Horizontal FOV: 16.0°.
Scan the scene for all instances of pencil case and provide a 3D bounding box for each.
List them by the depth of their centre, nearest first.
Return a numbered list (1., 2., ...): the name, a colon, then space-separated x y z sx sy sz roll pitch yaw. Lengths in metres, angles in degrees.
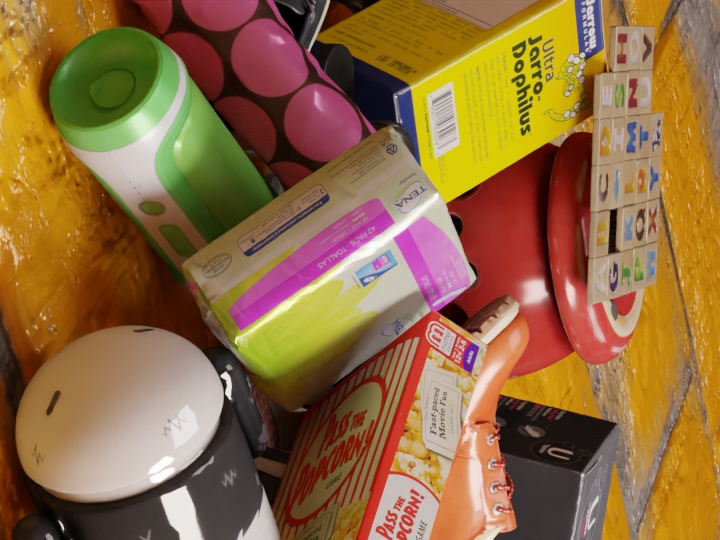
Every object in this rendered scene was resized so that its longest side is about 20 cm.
1. pencil case: -0.056 -0.122 1.593 0.200 0.091 0.094 53 33 -8

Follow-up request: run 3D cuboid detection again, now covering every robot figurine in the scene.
1. robot figurine: -0.118 0.126 1.428 0.150 0.124 0.200 -91 165 -57

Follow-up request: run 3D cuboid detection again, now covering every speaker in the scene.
1. speaker: -0.110 -0.060 1.532 0.200 0.088 0.089 55 37 -52

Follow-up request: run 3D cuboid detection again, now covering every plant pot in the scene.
1. plant pot: 0.112 -0.013 1.960 0.200 0.182 0.201 -5 90 -66

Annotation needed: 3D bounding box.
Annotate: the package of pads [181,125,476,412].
1. package of pads: -0.017 0.006 1.531 0.068 0.154 0.200 55 -1 18

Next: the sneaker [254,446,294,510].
1. sneaker: -0.055 0.187 1.644 0.200 0.070 0.109 58 36 -44

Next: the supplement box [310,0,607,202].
1. supplement box: 0.069 -0.138 1.828 0.200 0.109 0.110 -31 130 -29

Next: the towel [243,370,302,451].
1. towel: -0.041 0.052 1.770 0.200 0.022 0.147 -53 134 -59

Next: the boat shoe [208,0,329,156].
1. boat shoe: -0.061 -0.175 1.688 0.062 0.074 0.201 87 12 -67

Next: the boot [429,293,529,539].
1. boot: 0.069 0.112 1.640 0.200 0.107 0.075 -59 179 19

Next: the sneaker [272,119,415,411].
1. sneaker: 0.000 0.000 1.672 0.074 0.079 0.201 18 86 -35

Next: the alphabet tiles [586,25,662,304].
1. alphabet tiles: 0.199 -0.082 1.901 0.167 0.008 0.201 -13 106 -67

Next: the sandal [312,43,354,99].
1. sandal: -0.017 -0.052 1.727 0.075 0.045 0.201 -24 123 -68

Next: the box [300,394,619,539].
1. box: 0.062 0.151 1.740 0.106 0.199 0.123 -40 140 -65

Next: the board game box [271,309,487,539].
1. board game box: -0.004 0.140 1.521 0.046 0.151 0.200 33 48 -15

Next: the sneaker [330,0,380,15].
1. sneaker: -0.009 -0.236 1.865 0.200 0.080 0.086 52 12 -48
